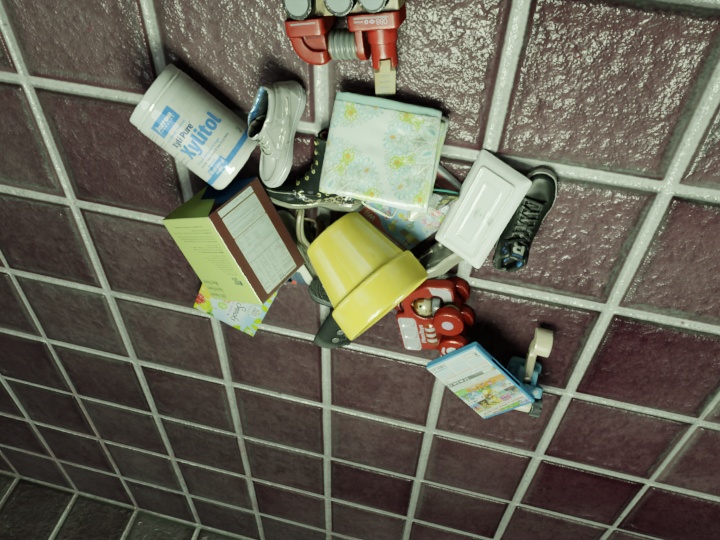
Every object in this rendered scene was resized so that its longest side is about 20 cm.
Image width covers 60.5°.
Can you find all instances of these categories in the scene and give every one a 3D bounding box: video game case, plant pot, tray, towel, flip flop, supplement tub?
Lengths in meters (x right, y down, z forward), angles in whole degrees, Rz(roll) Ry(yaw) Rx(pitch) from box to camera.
[{"bbox_3d":[0.258,0.240,1.330,0.200,0.018,0.142,42,132,-19],"label":"video game case"},{"bbox_3d":[0.103,-0.127,1.187,0.142,0.018,0.199,37,134,-18],"label":"video game case"},{"bbox_3d":[0.000,0.000,1.199,0.190,0.200,0.201,50,135,6],"label":"plant pot"},{"bbox_3d":[0.213,-0.104,1.111,0.107,0.022,0.202,36,126,15],"label":"tray"},{"bbox_3d":[0.039,-0.199,1.046,0.196,0.048,0.174,13,98,4],"label":"towel"},{"bbox_3d":[-0.094,-0.069,1.277,0.057,0.082,0.202,-12,132,7],"label":"flip flop"},{"bbox_3d":[-0.295,-0.255,1.114,0.199,0.133,0.131,36,134,-20],"label":"supplement tub"}]

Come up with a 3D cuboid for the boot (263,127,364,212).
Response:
[{"bbox_3d":[-0.088,-0.192,1.150,0.200,0.074,0.155,7,133,5],"label":"boot"}]

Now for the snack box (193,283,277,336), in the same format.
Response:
[{"bbox_3d":[-0.290,0.049,1.465,0.167,0.068,0.201,28,137,-9],"label":"snack box"}]

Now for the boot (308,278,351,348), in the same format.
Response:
[{"bbox_3d":[-0.068,0.105,1.422,0.162,0.067,0.201,10,142,-20],"label":"boot"}]

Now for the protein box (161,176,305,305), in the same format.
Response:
[{"bbox_3d":[-0.251,-0.057,1.230,0.197,0.135,0.202,3,129,48],"label":"protein box"}]

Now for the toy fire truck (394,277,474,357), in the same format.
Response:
[{"bbox_3d":[0.153,0.103,1.331,0.165,0.113,0.202,0,133,20],"label":"toy fire truck"}]

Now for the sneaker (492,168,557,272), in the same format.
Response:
[{"bbox_3d":[0.296,-0.074,1.103,0.072,0.113,0.202,17,137,0],"label":"sneaker"}]

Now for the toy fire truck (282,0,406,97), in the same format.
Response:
[{"bbox_3d":[-0.011,-0.347,0.948,0.173,0.129,0.203,2,125,17],"label":"toy fire truck"}]

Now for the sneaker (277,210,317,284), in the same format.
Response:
[{"bbox_3d":[-0.161,-0.041,1.323,0.083,0.076,0.202,-6,132,18],"label":"sneaker"}]

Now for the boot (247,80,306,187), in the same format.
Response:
[{"bbox_3d":[-0.164,-0.234,1.080,0.073,0.095,0.202,35,124,27],"label":"boot"}]

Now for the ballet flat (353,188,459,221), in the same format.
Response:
[{"bbox_3d":[0.078,-0.126,1.116,0.197,0.073,0.073,10,137,-3],"label":"ballet flat"}]

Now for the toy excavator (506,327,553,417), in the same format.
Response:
[{"bbox_3d":[0.374,0.223,1.393,0.098,0.204,0.194,12,-179,6],"label":"toy excavator"}]

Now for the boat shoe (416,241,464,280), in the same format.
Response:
[{"bbox_3d":[0.156,-0.027,1.252,0.066,0.058,0.199,4,155,-41],"label":"boat shoe"}]
